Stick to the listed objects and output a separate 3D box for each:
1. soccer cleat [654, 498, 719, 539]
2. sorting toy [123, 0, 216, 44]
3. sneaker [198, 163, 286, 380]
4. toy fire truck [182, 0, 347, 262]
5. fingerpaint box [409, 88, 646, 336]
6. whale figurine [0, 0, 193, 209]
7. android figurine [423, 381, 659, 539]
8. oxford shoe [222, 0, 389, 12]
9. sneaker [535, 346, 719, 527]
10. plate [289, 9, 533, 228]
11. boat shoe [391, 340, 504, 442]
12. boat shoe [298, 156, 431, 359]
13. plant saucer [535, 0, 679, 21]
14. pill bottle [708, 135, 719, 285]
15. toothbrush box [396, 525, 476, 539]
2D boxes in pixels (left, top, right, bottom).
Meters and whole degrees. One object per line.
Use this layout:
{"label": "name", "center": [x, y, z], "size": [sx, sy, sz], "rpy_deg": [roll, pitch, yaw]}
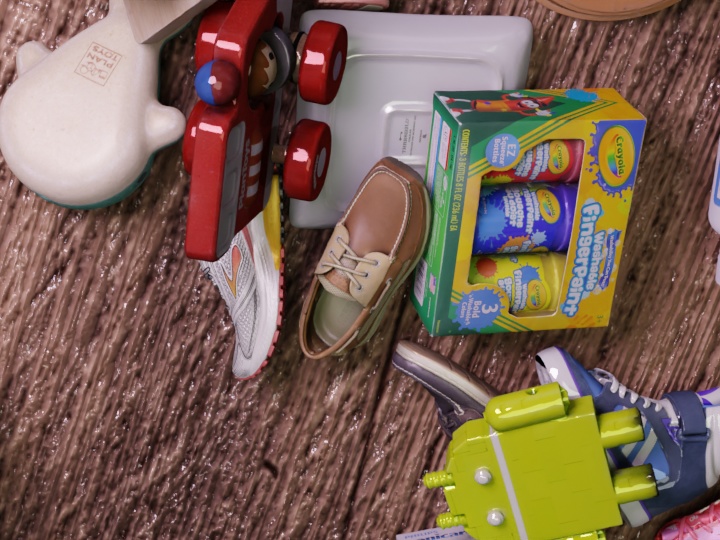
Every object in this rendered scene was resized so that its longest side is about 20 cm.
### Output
{"label": "soccer cleat", "center": [0.330, 0.250, 1.425], "size": [0.200, 0.067, 0.076], "rpy_deg": [-44, 101, 9]}
{"label": "sorting toy", "center": [-0.160, -0.293, 1.121], "size": [0.069, 0.199, 0.201], "rpy_deg": [-14, 85, -39]}
{"label": "sneaker", "center": [-0.105, -0.005, 1.306], "size": [0.082, 0.078, 0.201], "rpy_deg": [-1, 96, -2]}
{"label": "toy fire truck", "center": [-0.088, -0.121, 1.170], "size": [0.112, 0.168, 0.201], "rpy_deg": [13, 113, 9]}
{"label": "fingerpaint box", "center": [0.139, -0.048, 1.280], "size": [0.166, 0.073, 0.201], "rpy_deg": [-2, 119, -16]}
{"label": "whale figurine", "center": [-0.210, -0.144, 1.248], "size": [0.159, 0.104, 0.200], "rpy_deg": [24, 79, 10]}
{"label": "android figurine", "center": [0.157, 0.181, 1.329], "size": [0.199, 0.041, 0.183], "rpy_deg": [-12, 116, 8]}
{"label": "oxford shoe", "center": [-0.074, -0.256, 1.243], "size": [0.199, 0.071, 0.074], "rpy_deg": [3, 91, -13]}
{"label": "sneaker", "center": [0.262, 0.123, 1.377], "size": [0.146, 0.081, 0.200], "rpy_deg": [-32, 105, -3]}
{"label": "plate", "center": [0.043, -0.119, 1.285], "size": [0.199, 0.032, 0.200], "rpy_deg": [1, 117, -8]}
{"label": "boat shoe", "center": [0.104, 0.135, 1.364], "size": [0.200, 0.072, 0.065], "rpy_deg": [34, 95, -20]}
{"label": "boat shoe", "center": [0.000, 0.000, 1.274], "size": [0.076, 0.074, 0.200], "rpy_deg": [31, 127, 16]}
{"label": "plant saucer", "center": [0.214, -0.280, 1.224], "size": [0.200, 0.032, 0.201], "rpy_deg": [-2, 139, -2]}
{"label": "pill bottle", "center": [0.364, -0.081, 1.310], "size": [0.112, 0.112, 0.201], "rpy_deg": [3, 106, -7]}
{"label": "toothbrush box", "center": [0.091, 0.336, 1.351], "size": [0.085, 0.200, 0.147], "rpy_deg": [-10, 105, -5]}
